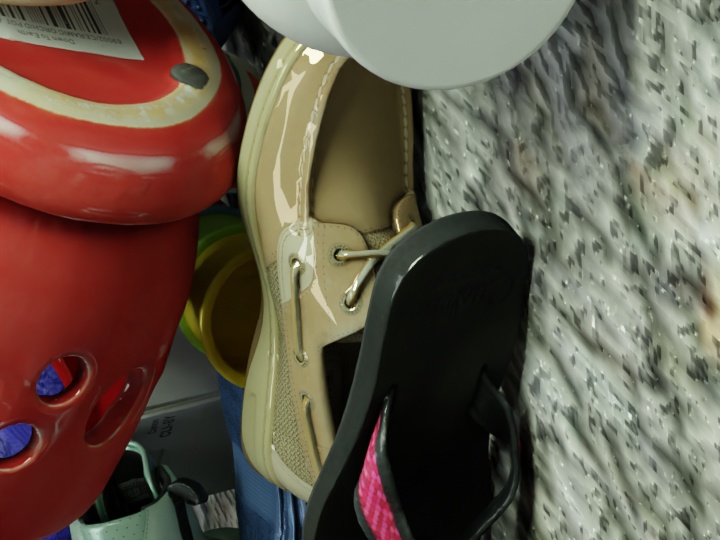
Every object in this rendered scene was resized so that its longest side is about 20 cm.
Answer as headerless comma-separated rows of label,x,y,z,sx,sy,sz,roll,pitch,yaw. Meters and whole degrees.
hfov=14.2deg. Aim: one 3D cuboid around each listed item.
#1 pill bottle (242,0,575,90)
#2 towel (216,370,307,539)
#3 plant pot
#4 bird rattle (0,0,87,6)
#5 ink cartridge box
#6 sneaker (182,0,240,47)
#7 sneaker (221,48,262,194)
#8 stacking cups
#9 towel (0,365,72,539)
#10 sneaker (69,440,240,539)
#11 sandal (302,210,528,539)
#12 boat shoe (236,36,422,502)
pill bottle,-0.005,-0.132,0.881,0.200,0.111,0.111,-125,28,-56
towel,-0.028,0.098,1.255,0.112,0.048,0.201,-142,42,-68
plant pot,-0.150,-0.024,1.077,0.183,0.200,0.201,-58,39,30
bird rattle,-0.108,-0.154,1.046,0.200,0.163,0.113,32,145,2
ink cartridge box,-0.108,0.001,1.396,0.145,0.083,0.201,109,146,-64
sneaker,-0.080,-0.172,1.211,0.070,0.078,0.200,27,158,27
sneaker,-0.092,-0.073,1.242,0.200,0.093,0.070,26,84,53
stacking cups,-0.068,0.000,1.196,0.200,0.060,0.061,-152,51,-66
towel,-0.171,0.058,1.356,0.148,0.049,0.200,49,142,42
sneaker,-0.081,0.124,1.336,0.200,0.074,0.119,-65,-38,-77
sandal,0.025,0.065,1.006,0.045,0.075,0.200,52,150,34
boat shoe,0.000,0.000,1.059,0.064,0.071,0.201,32,131,42
